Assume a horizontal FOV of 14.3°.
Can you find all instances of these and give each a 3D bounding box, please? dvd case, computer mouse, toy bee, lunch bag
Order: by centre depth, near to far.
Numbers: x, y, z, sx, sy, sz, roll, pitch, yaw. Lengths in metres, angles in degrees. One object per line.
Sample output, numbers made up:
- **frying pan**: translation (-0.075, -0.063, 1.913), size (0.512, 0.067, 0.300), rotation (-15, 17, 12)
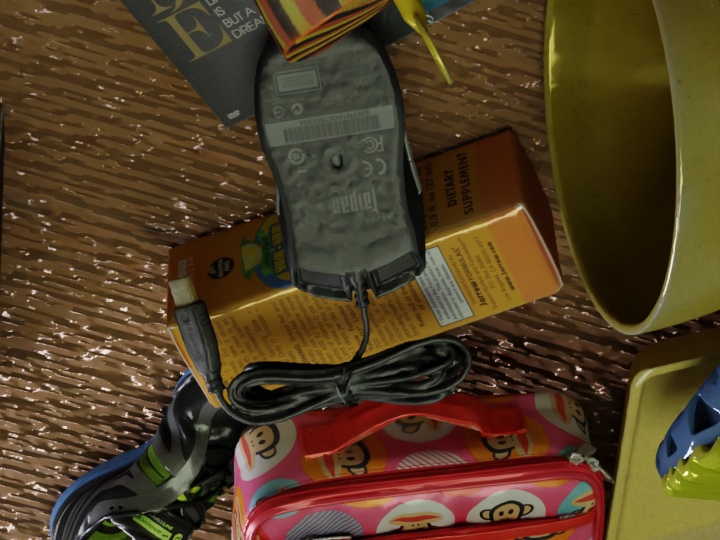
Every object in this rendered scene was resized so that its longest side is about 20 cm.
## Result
- **toy bee**: translation (0.019, -0.162, 1.288), size (0.131, 0.109, 0.200), rotation (42, 112, 14)
- **dvd case**: translation (-0.056, -0.166, 1.359), size (0.148, 0.016, 0.200), rotation (-26, 128, 18)
- **computer mouse**: translation (-0.032, -0.022, 1.419), size (0.140, 0.046, 0.201), rotation (-13, 103, 9)
- **lunch bag**: translation (0.031, 0.128, 1.524), size (0.199, 0.082, 0.177), rotation (-6, 137, -7)

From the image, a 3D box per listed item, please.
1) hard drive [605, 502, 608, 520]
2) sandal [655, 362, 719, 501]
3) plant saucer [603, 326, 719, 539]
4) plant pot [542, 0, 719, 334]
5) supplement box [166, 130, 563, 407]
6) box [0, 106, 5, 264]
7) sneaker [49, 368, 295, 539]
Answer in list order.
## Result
- **hard drive**: translation (0.049, 0.171, 1.652), size (0.199, 0.038, 0.140), rotation (-21, 130, 13)
- **sandal**: translation (0.210, 0.052, 1.428), size (0.079, 0.088, 0.200), rotation (6, 148, -27)
- **plant saucer**: translation (0.217, 0.092, 1.560), size (0.199, 0.049, 0.201), rotation (-12, 135, -18)
- **plant pot**: translation (0.182, -0.078, 1.348), size (0.141, 0.201, 0.201), rotation (-7, 133, -12)
- **supplement box**: translation (0.000, 0.000, 1.477), size (0.199, 0.067, 0.069), rotation (-21, 130, 13)
- **box**: translation (-0.264, 0.039, 1.427), size (0.165, 0.165, 0.201), rotation (4, 131, -7)
- **sneaker**: translation (-0.097, 0.118, 1.563), size (0.071, 0.083, 0.199), rotation (32, 122, -28)
